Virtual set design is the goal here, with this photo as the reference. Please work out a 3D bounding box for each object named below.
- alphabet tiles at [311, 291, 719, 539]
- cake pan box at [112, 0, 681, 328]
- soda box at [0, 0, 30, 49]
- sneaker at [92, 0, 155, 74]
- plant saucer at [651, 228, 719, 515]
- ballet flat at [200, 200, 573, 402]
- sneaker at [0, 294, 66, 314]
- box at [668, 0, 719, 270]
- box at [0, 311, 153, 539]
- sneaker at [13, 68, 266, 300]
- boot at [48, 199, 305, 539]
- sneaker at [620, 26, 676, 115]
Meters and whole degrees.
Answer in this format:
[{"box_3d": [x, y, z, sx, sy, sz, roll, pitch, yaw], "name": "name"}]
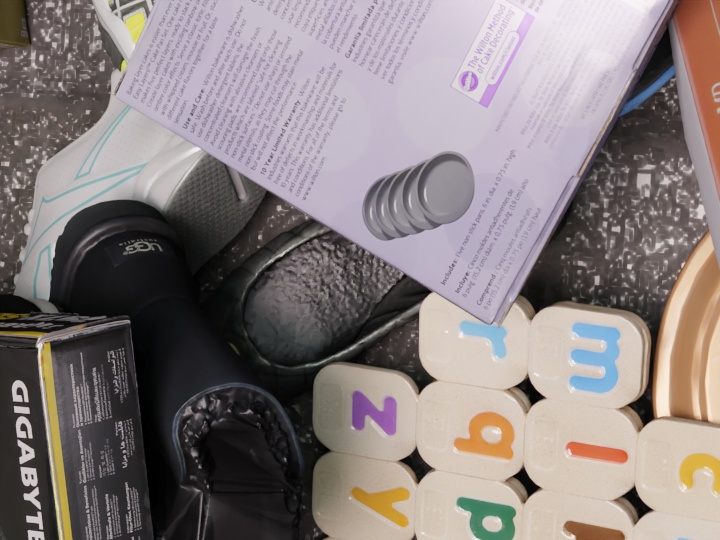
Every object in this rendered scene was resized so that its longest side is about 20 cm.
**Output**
[{"box_3d": [0.070, 0.108, 1.089, 0.194, 0.015, 0.202, 8, 107, 22], "name": "alphabet tiles"}, {"box_3d": [0.023, -0.109, 0.999, 0.183, 0.052, 0.201, 29, 111, 6], "name": "cake pan box"}, {"box_3d": [-0.203, -0.125, 1.073, 0.067, 0.200, 0.065, -6, 90, 11], "name": "soda box"}, {"box_3d": [-0.083, -0.137, 1.086, 0.200, 0.075, 0.077, 45, 144, 16], "name": "sneaker"}, {"box_3d": [0.219, 0.048, 1.059, 0.199, 0.032, 0.202, 0, 89, 8], "name": "plant saucer"}, {"box_3d": [0.000, 0.000, 1.107, 0.199, 0.057, 0.067, -31, 86, 12], "name": "ballet flat"}, {"box_3d": [-0.194, 0.040, 1.078, 0.089, 0.200, 0.071, 7, 89, -30], "name": "sneaker"}, {"box_3d": [0.229, -0.058, 0.998, 0.198, 0.098, 0.125, -13, 49, 5], "name": "box"}, {"box_3d": [-0.145, 0.116, 0.981, 0.159, 0.049, 0.202, 3, 101, 45], "name": "box"}, {"box_3d": [-0.118, -0.001, 1.135, 0.080, 0.070, 0.201, 42, 103, 31], "name": "sneaker"}, {"box_3d": [-0.084, 0.093, 1.045, 0.076, 0.168, 0.201, -4, 123, -20], "name": "boot"}, {"box_3d": [0.115, -0.160, 1.057, 0.071, 0.082, 0.201, 22, 93, 45], "name": "sneaker"}]
